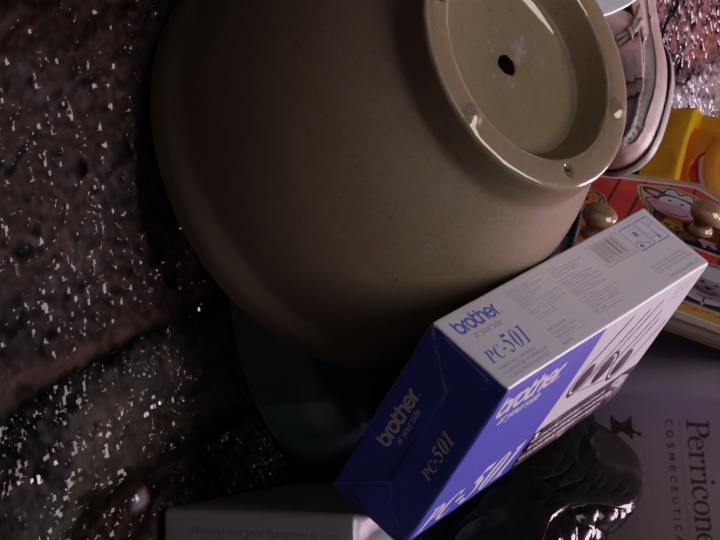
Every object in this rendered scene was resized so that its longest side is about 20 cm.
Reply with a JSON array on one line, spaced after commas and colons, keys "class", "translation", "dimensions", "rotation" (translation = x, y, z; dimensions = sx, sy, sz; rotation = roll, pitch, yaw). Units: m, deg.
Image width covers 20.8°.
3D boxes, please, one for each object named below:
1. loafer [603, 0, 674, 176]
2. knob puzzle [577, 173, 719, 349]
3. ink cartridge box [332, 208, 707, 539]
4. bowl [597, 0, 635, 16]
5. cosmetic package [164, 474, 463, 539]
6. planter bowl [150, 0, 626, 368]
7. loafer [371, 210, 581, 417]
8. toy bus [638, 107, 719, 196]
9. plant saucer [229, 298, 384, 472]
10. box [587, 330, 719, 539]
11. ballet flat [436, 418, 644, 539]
[{"class": "loafer", "translation": [0.149, -0.154, 1.201], "dimensions": [0.063, 0.072, 0.201], "rotation": [38, 48, -44]}, {"class": "knob puzzle", "translation": [0.181, -0.022, 1.128], "dimensions": [0.220, 0.219, 0.031], "rotation": [-30, 141, -56]}, {"class": "ink cartridge box", "translation": [0.075, 0.042, 0.864], "dimensions": [0.200, 0.044, 0.094], "rotation": [-25, 151, -54]}, {"class": "bowl", "translation": [0.105, -0.243, 1.069], "dimensions": [0.201, 0.090, 0.202], "rotation": [-20, 120, -39]}, {"class": "cosmetic package", "translation": [0.005, 0.134, 0.910], "dimensions": [0.200, 0.101, 0.074], "rotation": [3, 86, -61]}, {"class": "planter bowl", "translation": [0.028, -0.072, 0.851], "dimensions": [0.200, 0.135, 0.201], "rotation": [18, 61, -36]}, {"class": "loafer", "translation": [0.070, 0.009, 0.987], "dimensions": [0.201, 0.068, 0.070], "rotation": [-56, 180, -42]}, {"class": "toy bus", "translation": [0.296, -0.014, 1.328], "dimensions": [0.200, 0.191, 0.136], "rotation": [53, 48, -44]}, {"class": "plant saucer", "translation": [0.000, 0.000, 0.976], "dimensions": [0.200, 0.027, 0.201], "rotation": [1, 89, -59]}, {"class": "box", "translation": [0.180, 0.130, 1.140], "dimensions": [0.200, 0.171, 0.200], "rotation": [-30, 116, -56]}, {"class": "ballet flat", "translation": [0.075, 0.118, 0.897], "dimensions": [0.200, 0.066, 0.057], "rotation": [-32, 154, -56]}]
